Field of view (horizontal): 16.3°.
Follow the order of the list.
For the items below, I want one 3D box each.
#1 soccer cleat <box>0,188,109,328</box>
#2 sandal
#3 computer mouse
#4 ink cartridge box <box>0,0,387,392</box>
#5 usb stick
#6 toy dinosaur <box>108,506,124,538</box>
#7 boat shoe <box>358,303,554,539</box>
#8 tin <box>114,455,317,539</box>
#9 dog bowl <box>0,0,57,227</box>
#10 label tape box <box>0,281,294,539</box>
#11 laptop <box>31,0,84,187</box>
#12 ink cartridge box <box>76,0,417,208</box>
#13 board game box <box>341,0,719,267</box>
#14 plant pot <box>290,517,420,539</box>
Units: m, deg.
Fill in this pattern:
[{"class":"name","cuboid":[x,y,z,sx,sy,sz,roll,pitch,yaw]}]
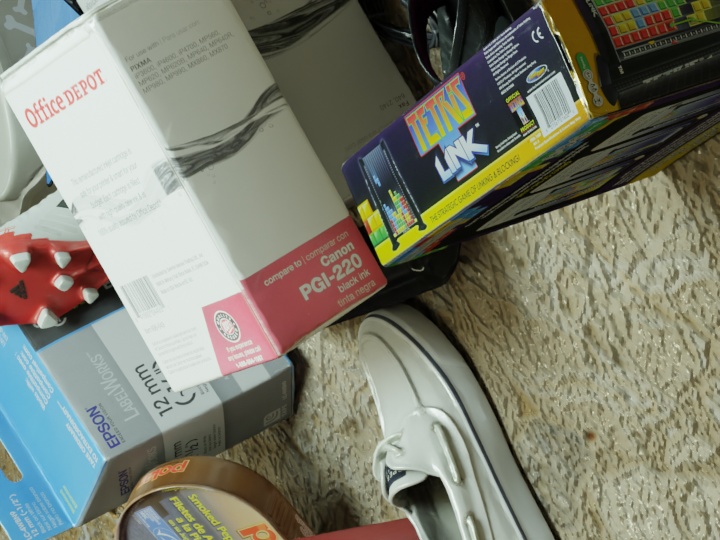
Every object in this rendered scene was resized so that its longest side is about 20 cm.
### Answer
[{"class":"soccer cleat","cuboid":[-0.176,-0.026,1.580,0.085,0.200,0.069,55,167,49]},{"class":"sandal","cuboid":[0.048,-0.141,1.276,0.075,0.048,0.201,9,113,57]},{"class":"computer mouse","cuboid":[-0.011,-0.185,1.379,0.200,0.034,0.059,45,150,28]},{"class":"ink cartridge box","cuboid":[-0.092,-0.049,1.340,0.200,0.085,0.146,59,151,-6]},{"class":"usb stick","cuboid":[0.000,0.000,1.442,0.200,0.033,0.056,-22,52,61]},{"class":"toy dinosaur","cuboid":[-0.168,0.129,1.784,0.106,0.060,0.200,64,150,16]},{"class":"boat shoe","cuboid":[0.040,0.111,1.414,0.200,0.066,0.072,64,150,15]},{"class":"tin","cuboid":[-0.067,0.195,1.571,0.112,0.042,0.200,-22,119,32]},{"class":"dog bowl","cuboid":[-0.263,-0.123,1.804,0.200,0.059,0.200,35,135,46]},{"class":"label tape box","cuboid":[-0.162,0.068,1.590,0.143,0.200,0.066,53,157,28]},{"class":"laptop","cuboid":[-0.210,-0.193,1.548,0.200,0.116,0.187,43,-152,-47]},{"class":"ink cartridge box","cuboid":[-0.063,-0.119,1.403,0.200,0.086,0.146,60,152,1]},{"class":"board game box","cuboid":[0.107,-0.076,1.094,0.200,0.165,0.057,-35,77,60]},{"class":"plant pot","cuboid":[-0.007,0.234,1.450,0.200,0.177,0.201,37,136,45]}]
